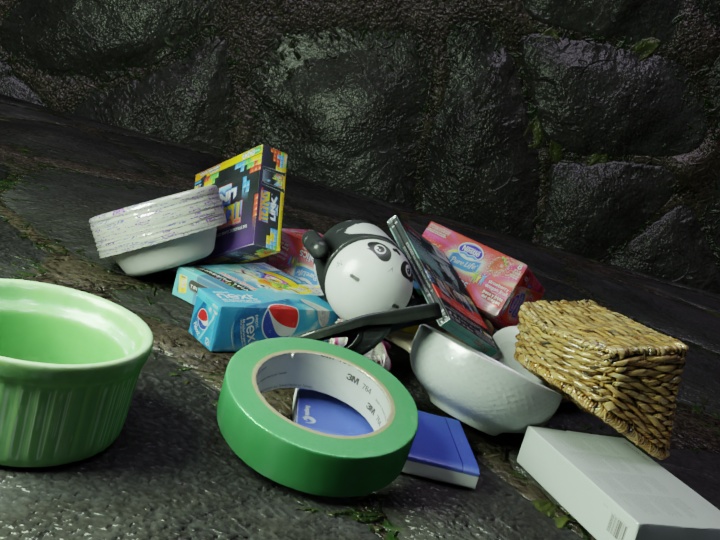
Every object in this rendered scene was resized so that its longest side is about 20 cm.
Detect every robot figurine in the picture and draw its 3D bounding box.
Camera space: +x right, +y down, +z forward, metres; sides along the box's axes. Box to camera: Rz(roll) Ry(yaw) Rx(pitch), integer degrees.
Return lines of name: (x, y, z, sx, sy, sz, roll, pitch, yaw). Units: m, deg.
robot figurine: (0.002, -0.001, 1.089, 0.149, 0.126, 0.200, -10, 18, -8)

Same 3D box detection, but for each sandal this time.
sandal: (0.004, 0.079, 0.914, 0.198, 0.048, 0.075, -12, -11, -11)

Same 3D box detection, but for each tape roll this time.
tape roll: (-0.042, 0.140, 0.789, 0.198, 0.049, 0.201, 15, 22, -6)

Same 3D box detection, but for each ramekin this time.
ramekin: (-0.291, 0.087, 0.694, 0.198, 0.099, 0.200, 15, 12, -3)

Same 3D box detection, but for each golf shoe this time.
golf shoe: (-0.002, 0.113, 1.022, 0.091, 0.076, 0.200, 19, 13, 1)

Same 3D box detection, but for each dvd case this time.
dvd case: (0.117, 0.022, 1.123, 0.146, 0.022, 0.201, 32, 26, -47)

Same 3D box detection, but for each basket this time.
basket: (0.272, 0.132, 0.958, 0.141, 0.151, 0.200, -1, 16, -22)

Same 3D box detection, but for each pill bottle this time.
pill bottle: (0.283, 0.140, 1.171, 0.199, 0.113, 0.112, 5, 16, -42)

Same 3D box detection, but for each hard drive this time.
hard drive: (0.023, 0.178, 0.870, 0.198, 0.026, 0.132, 15, 12, -7)

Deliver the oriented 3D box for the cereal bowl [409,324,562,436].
cereal bowl: (0.144, 0.146, 0.981, 0.199, 0.084, 0.200, 28, 0, 0)

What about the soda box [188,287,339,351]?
soda box: (-0.127, 0.069, 1.074, 0.199, 0.065, 0.068, 4, 16, -42)

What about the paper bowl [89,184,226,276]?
paper bowl: (-0.302, -0.057, 1.204, 0.198, 0.105, 0.201, -14, 7, 2)

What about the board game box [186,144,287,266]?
board game box: (-0.206, -0.097, 1.291, 0.056, 0.167, 0.199, 18, -21, -40)

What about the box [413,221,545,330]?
box: (0.179, 0.013, 1.256, 0.199, 0.096, 0.100, 29, -8, 38)

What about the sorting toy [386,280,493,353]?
sorting toy: (0.076, 0.059, 1.184, 0.184, 0.037, 0.199, -12, 33, -43)

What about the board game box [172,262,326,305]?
board game box: (-0.163, 0.036, 1.216, 0.150, 0.047, 0.199, 23, 14, 30)

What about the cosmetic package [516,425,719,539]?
cosmetic package: (0.287, 0.243, 0.860, 0.149, 0.052, 0.200, 9, 13, -23)

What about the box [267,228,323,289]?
box: (-0.058, 0.002, 1.348, 0.199, 0.096, 0.099, 24, 14, 35)
